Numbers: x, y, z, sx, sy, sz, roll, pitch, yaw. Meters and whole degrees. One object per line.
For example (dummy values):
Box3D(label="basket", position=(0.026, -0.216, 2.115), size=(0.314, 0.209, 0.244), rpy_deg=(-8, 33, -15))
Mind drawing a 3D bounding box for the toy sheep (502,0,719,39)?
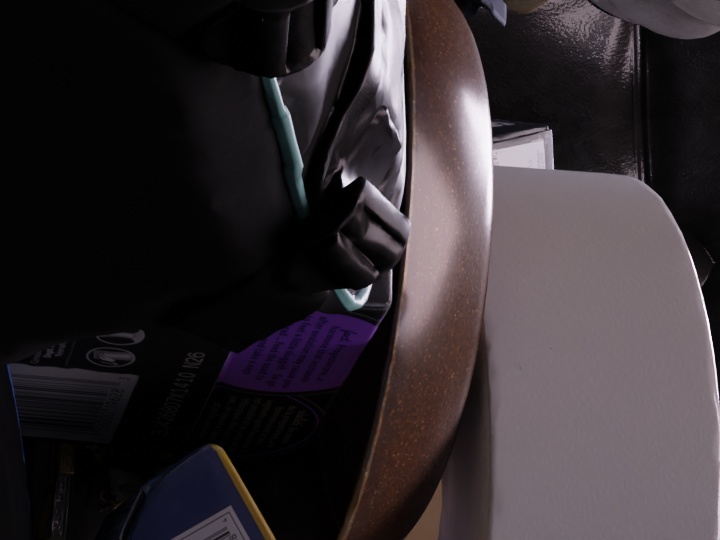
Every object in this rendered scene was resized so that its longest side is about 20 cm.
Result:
Box3D(label="toy sheep", position=(0.115, -0.141, 0.920), size=(0.137, 0.199, 0.139), rpy_deg=(24, 53, -36))

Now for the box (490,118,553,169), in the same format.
Box3D(label="box", position=(-0.011, 0.020, 1.050), size=(0.046, 0.199, 0.160), rpy_deg=(-13, 105, -42))

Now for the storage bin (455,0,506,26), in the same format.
Box3D(label="storage bin", position=(-0.019, -0.140, 1.001), size=(0.200, 0.133, 0.147), rpy_deg=(-18, 106, -83))

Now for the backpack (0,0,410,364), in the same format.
Box3D(label="backpack", position=(-0.067, -0.101, 0.547), size=(0.176, 0.152, 0.201), rpy_deg=(69, 20, -56))

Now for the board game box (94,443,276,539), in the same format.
Box3D(label="board game box", position=(-0.028, 0.157, 0.819), size=(0.201, 0.061, 0.200), rpy_deg=(60, -13, 3))

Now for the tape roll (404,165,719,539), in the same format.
Box3D(label="tape roll", position=(0.042, 0.069, 0.862), size=(0.202, 0.070, 0.204), rpy_deg=(-176, -90, -75))

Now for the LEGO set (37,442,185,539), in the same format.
Box3D(label="LEGO set", position=(-0.064, 0.102, 0.980), size=(0.153, 0.115, 0.201), rpy_deg=(-24, 105, -53))

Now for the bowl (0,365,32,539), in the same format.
Box3D(label="bowl", position=(-0.109, 0.086, 0.650), size=(0.201, 0.039, 0.202), rpy_deg=(-2, 90, -86))

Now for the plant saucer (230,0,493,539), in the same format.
Box3D(label="plant saucer", position=(0.000, 0.000, 0.829), size=(0.200, 0.034, 0.202), rpy_deg=(-172, -90, -76))

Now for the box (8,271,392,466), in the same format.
Box3D(label="box", position=(-0.055, -0.062, 0.792), size=(0.122, 0.105, 0.201), rpy_deg=(121, -28, -62))
